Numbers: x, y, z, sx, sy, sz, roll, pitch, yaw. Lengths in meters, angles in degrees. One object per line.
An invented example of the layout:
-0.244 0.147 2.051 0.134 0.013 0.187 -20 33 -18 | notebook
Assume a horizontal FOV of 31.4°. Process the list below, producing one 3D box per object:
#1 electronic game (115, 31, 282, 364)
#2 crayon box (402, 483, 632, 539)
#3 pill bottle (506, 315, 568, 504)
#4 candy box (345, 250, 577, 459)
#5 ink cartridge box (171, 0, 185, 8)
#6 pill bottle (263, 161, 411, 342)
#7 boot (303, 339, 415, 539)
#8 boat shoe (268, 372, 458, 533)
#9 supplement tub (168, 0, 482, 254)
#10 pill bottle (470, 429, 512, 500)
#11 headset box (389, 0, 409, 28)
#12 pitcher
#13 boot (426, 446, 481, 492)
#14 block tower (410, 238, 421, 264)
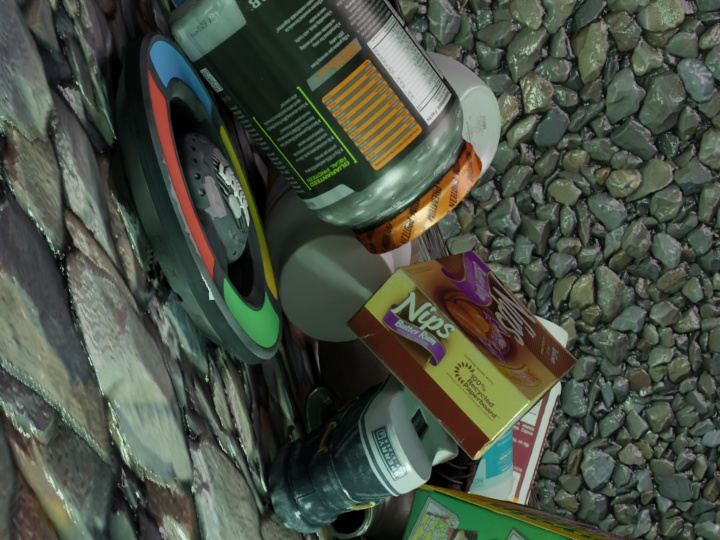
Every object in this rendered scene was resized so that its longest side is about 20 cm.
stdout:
-0.089 -0.042 0.747 0.200 0.041 0.202 -19 90 -83 | electronic game
0.150 0.201 0.841 0.172 0.198 0.059 27 79 -57 | crayon box
0.135 0.145 1.285 0.114 0.113 0.202 49 58 -70 | pill bottle
0.075 0.050 0.860 0.117 0.057 0.200 46 17 11 | candy box
-0.075 -0.185 0.964 0.201 0.076 0.137 60 11 -18 | ink cartridge box
-0.019 -0.031 0.960 0.201 0.110 0.112 -94 163 -63 | pill bottle
-0.004 0.105 0.927 0.131 0.067 0.202 48 23 -58 | boot
0.003 0.110 0.820 0.071 0.090 0.200 66 12 4 | boat shoe
-0.017 -0.116 0.812 0.201 0.122 0.123 52 13 -16 | supplement tub
0.082 0.108 1.152 0.111 0.109 0.203 -72 160 -78 | pill bottle
-0.006 -0.178 1.269 0.201 0.147 0.076 62 12 -50 | headset box
0.013 -0.154 1.098 0.121 0.199 0.173 -44 134 -35 | pitcher
0.072 0.179 1.001 0.200 0.068 0.176 101 -1 -82 | boot
0.023 -0.033 1.295 0.058 0.054 0.202 32 -35 45 | block tower
